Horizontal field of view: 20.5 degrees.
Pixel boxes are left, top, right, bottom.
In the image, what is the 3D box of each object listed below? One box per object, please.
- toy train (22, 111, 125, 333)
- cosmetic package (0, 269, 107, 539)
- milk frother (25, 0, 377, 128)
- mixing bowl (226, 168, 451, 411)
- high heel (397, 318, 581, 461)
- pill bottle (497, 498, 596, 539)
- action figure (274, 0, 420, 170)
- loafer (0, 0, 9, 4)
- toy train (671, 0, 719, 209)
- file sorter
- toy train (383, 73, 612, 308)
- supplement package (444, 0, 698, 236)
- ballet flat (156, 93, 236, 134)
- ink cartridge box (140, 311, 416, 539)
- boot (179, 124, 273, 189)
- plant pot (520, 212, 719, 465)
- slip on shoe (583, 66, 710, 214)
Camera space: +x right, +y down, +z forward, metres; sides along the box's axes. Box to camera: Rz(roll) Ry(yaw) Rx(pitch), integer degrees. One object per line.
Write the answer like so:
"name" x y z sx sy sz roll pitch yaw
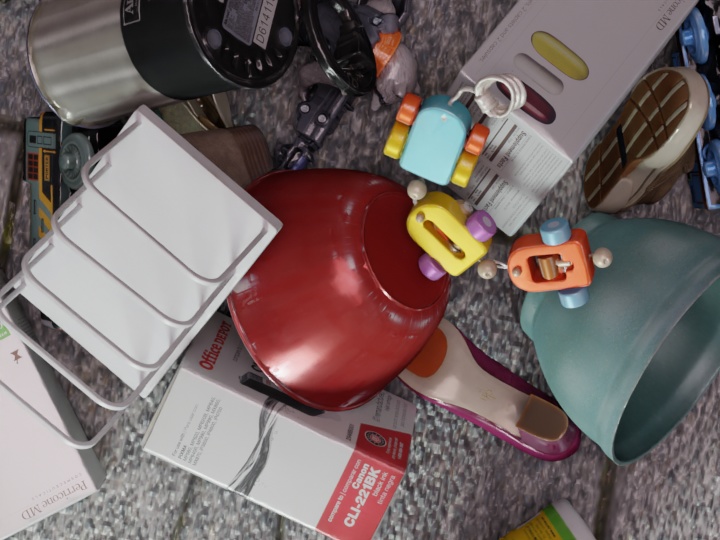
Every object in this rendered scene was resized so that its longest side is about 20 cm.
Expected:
"toy train" -0.225 -0.041 1.626 0.085 0.113 0.202 -7 101 -41
"cosmetic package" -0.301 0.111 1.640 0.107 0.085 0.201 -28 92 -2
"milk frother" -0.115 -0.175 1.538 0.200 0.187 0.181 49 52 -31
"mixing bowl" 0.000 0.000 1.564 0.108 0.200 0.201 -22 95 41
"high heel" 0.095 0.100 1.679 0.199 0.096 0.068 35 83 18
"pill bottle" 0.118 0.288 1.648 0.199 0.111 0.111 -34 93 0
"action figure" -0.044 -0.176 1.625 0.192 0.105 0.201 24 86 9
"loafer" -0.217 -0.276 1.633 0.200 0.072 0.063 -39 99 -2
"toy train" 0.301 -0.142 1.632 0.086 0.114 0.202 -11 94 -5
"file sorter" -0.182 0.010 1.481 0.139 0.125 0.200 40 120 -1
"toy train" 0.102 -0.063 1.497 0.149 0.056 0.201 -11 118 23
"supplement package" 0.153 -0.156 1.567 0.111 0.156 0.200 38 66 2
"ballet flat" -0.156 -0.173 1.638 0.062 0.067 0.201 -25 102 28
"ink cartridge box" -0.063 0.126 1.611 0.199 0.144 0.084 24 108 -3
"boot" -0.120 -0.019 1.607 0.146 0.070 0.201 -32 112 -29
"plant pot" 0.215 0.037 1.614 0.134 0.200 0.201 37 91 24
"slip on shoe" 0.242 -0.101 1.598 0.060 0.200 0.077 4 63 -15
